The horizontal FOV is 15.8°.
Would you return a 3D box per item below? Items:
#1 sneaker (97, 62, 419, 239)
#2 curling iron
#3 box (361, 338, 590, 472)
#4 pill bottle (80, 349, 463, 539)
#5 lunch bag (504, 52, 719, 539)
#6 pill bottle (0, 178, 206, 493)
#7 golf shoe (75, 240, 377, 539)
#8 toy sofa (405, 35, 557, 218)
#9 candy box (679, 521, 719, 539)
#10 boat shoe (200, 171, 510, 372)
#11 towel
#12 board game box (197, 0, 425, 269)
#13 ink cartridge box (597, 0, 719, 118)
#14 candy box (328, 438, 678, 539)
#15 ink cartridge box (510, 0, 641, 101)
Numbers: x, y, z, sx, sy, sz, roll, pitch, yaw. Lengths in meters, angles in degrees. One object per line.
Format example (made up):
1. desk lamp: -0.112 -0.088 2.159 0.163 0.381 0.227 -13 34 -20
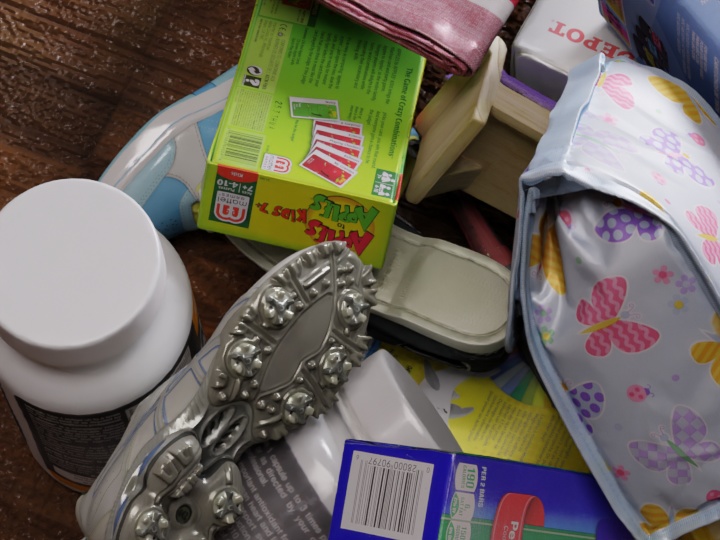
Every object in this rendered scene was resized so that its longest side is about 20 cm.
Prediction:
1. sneaker: -0.052 -0.046 1.486 0.200 0.080 0.131 -38 67 -13
2. curling iron: 0.072 -0.001 1.439 0.025 0.050 0.201 -31 63 14
3. box: 0.060 0.086 1.437 0.199 0.048 0.118 23 68 15
4. pill bottle: -0.043 0.136 1.355 0.199 0.113 0.113 -35 67 6
5. lunch bag: 0.142 0.005 1.290 0.127 0.170 0.201 -23 108 22
6. pill bottle: -0.141 0.037 1.384 0.115 0.200 0.117 -1 65 2
7. golf shoe: -0.075 0.062 1.307 0.200 0.078 0.097 -52 33 -17
8. toy sofa: 0.132 -0.052 1.429 0.199 0.083 0.098 28 50 -12
9. candy box: 0.250 0.179 1.341 0.102 0.026 0.201 -35 101 -11
10. boat shoe: 0.001 -0.002 1.420 0.198 0.066 0.075 22 67 16
11. towel: 0.044 -0.213 1.413 0.143 0.023 0.201 28 66 9
12. board game box: -0.020 -0.092 1.418 0.101 0.048 0.201 13 42 0
13. ink cartridge box: 0.206 -0.119 1.372 0.076 0.137 0.200 -34 63 -7
14. candy box: 0.067 0.178 1.283 0.077 0.199 0.170 7 86 39
15. ink cartridge box: 0.192 -0.159 1.523 0.144 0.084 0.201 26 69 14
